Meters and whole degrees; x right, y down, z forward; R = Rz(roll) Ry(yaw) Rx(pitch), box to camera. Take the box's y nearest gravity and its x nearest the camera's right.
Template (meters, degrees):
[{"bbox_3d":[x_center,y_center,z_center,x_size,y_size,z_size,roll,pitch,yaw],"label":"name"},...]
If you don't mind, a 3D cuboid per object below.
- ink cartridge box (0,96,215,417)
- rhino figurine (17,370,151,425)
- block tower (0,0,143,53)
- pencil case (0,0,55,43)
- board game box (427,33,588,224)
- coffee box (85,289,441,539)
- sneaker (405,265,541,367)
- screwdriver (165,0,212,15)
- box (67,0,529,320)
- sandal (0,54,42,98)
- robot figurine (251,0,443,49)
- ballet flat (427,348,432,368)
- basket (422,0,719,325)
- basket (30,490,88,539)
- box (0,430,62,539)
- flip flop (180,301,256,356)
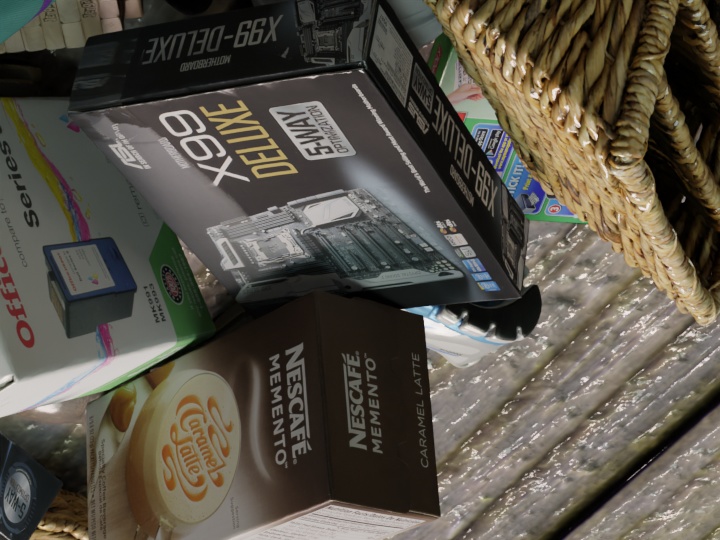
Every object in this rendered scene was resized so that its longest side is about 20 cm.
[{"bbox_3d":[-0.175,-0.007,0.977,0.087,0.146,0.200,-25,174,25],"label":"ink cartridge box"},{"bbox_3d":[-0.161,0.069,1.205,0.199,0.060,0.087,14,155,-26],"label":"rhino figurine"},{"bbox_3d":[-0.210,-0.141,0.953,0.198,0.054,0.058,-7,140,-2],"label":"block tower"},{"bbox_3d":[-0.199,-0.128,0.862,0.200,0.092,0.085,-40,146,-18],"label":"pencil case"},{"bbox_3d":[0.104,-0.104,1.071,0.134,0.029,0.201,4,139,-13],"label":"board game box"},{"bbox_3d":[-0.057,0.099,1.025,0.079,0.115,0.199,16,149,-41],"label":"coffee box"},{"bbox_3d":[0.000,0.000,1.113,0.199,0.075,0.087,32,144,-6],"label":"sneaker"},{"bbox_3d":[-0.094,-0.157,0.905,0.028,0.029,0.200,3,169,5],"label":"screwdriver"},{"bbox_3d":[-0.025,-0.049,0.945,0.157,0.050,0.200,-6,146,25],"label":"box"},{"bbox_3d":[-0.263,-0.079,0.993,0.199,0.082,0.055,-6,106,-13],"label":"sandal"},{"bbox_3d":[-0.001,-0.177,0.899,0.168,0.113,0.201,3,140,2],"label":"robot figurine"},{"bbox_3d":[0.001,0.075,1.239,0.073,0.073,0.201,11,131,-22],"label":"ballet flat"},{"bbox_3d":[0.147,-0.094,0.914,0.143,0.149,0.200,-43,147,-2],"label":"basket"},{"bbox_3d":[-0.252,0.204,1.339,0.199,0.149,0.143,21,99,-31],"label":"basket"},{"bbox_3d":[-0.273,0.076,1.028,0.199,0.044,0.160,4,146,48],"label":"box"},{"bbox_3d":[-0.056,0.051,1.142,0.081,0.058,0.200,-34,168,-5],"label":"flip flop"}]
